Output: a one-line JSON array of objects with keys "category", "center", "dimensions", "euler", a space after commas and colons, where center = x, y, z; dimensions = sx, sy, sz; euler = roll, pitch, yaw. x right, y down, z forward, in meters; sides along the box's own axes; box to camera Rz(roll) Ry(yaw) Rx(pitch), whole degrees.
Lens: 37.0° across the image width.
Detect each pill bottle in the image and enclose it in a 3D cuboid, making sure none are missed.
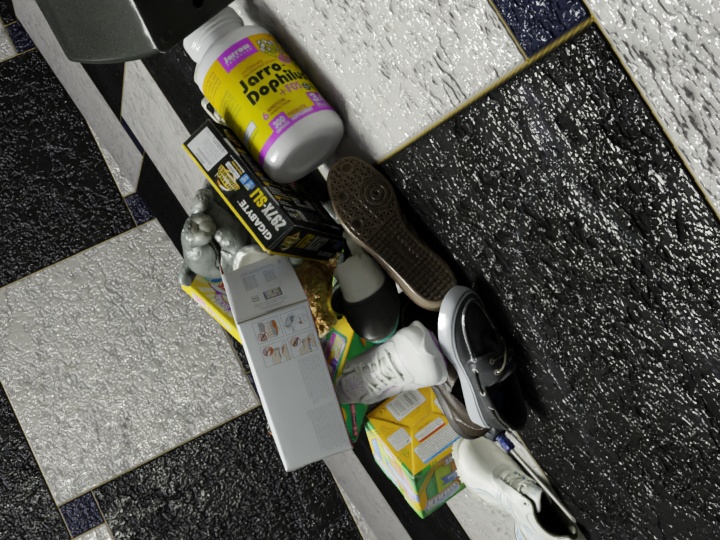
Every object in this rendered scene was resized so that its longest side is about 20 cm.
[{"category": "pill bottle", "center": [-0.114, -0.202, 1.208], "dimensions": [0.200, 0.104, 0.104], "euler": [51, 166, 16]}]

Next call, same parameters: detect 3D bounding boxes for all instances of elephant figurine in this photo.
[{"category": "elephant figurine", "center": [-0.127, -0.033, 1.406], "dimensions": [0.199, 0.142, 0.155], "euler": [19, 162, 0]}]

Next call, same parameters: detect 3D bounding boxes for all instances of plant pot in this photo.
[{"category": "plant pot", "center": [-0.241, -0.341, 1.167], "dimensions": [0.177, 0.199, 0.201], "euler": [28, 151, 41]}]

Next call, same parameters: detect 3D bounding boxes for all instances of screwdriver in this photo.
[{"category": "screwdriver", "center": [0.198, 0.230, 1.321], "dimensions": [0.200, 0.028, 0.029], "euler": [44, 134, 33]}]

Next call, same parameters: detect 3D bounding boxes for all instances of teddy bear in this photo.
[{"category": "teddy bear", "center": [-0.079, 0.025, 1.472], "dimensions": [0.145, 0.201, 0.067], "euler": [-16, 136, 40]}]

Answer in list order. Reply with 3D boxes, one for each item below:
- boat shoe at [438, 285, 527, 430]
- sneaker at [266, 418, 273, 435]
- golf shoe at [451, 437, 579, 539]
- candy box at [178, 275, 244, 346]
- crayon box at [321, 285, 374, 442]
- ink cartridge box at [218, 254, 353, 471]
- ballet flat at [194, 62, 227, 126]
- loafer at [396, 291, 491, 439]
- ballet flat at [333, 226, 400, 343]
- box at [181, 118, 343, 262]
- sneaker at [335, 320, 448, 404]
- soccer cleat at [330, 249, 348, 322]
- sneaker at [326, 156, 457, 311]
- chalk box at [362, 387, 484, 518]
[{"category": "boat shoe", "center": [0.138, 0.101, 1.150], "dimensions": [0.066, 0.070, 0.201], "euler": [13, 135, 36]}, {"category": "sneaker", "center": [-0.079, 0.172, 1.422], "dimensions": [0.078, 0.076, 0.200], "euler": [26, -160, -13]}, {"category": "golf shoe", "center": [0.202, 0.276, 1.359], "dimensions": [0.200, 0.078, 0.097], "euler": [47, 148, 11]}, {"category": "candy box", "center": [-0.158, 0.032, 1.446], "dimensions": [0.200, 0.102, 0.027], "euler": [34, 147, 49]}, {"category": "crayon box", "center": [-0.023, 0.119, 1.481], "dimensions": [0.058, 0.201, 0.119], "euler": [15, -175, -26]}, {"category": "ink cartridge box", "center": [-0.088, 0.092, 1.233], "dimensions": [0.176, 0.083, 0.201], "euler": [-121, 14, -62]}, {"category": "ballet flat", "center": [-0.188, -0.249, 1.439], "dimensions": [0.067, 0.064, 0.200], "euler": [47, 164, 32]}, {"category": "loafer", "center": [0.108, 0.106, 1.264], "dimensions": [0.200, 0.073, 0.071], "euler": [56, 154, -6]}, {"category": "ballet flat", "center": [0.000, 0.000, 1.226], "dimensions": [0.069, 0.068, 0.200], "euler": [56, -165, -32]}, {"category": "box", "center": [-0.104, -0.087, 1.248], "dimensions": [0.160, 0.049, 0.200], "euler": [49, -169, 13]}, {"category": "sneaker", "center": [0.032, 0.117, 1.200], "dimensions": [0.075, 0.099, 0.200], "euler": [60, 156, 5]}, {"category": "soccer cleat", "center": [-0.005, 0.011, 1.323], "dimensions": [0.200, 0.067, 0.082], "euler": [-116, 29, -74]}, {"category": "sneaker", "center": [0.029, -0.033, 1.189], "dimensions": [0.200, 0.070, 0.076], "euler": [54, 172, 12]}, {"category": "chalk box", "center": [0.096, 0.255, 1.522], "dimensions": [0.124, 0.124, 0.200], "euler": [47, 165, 31]}]
